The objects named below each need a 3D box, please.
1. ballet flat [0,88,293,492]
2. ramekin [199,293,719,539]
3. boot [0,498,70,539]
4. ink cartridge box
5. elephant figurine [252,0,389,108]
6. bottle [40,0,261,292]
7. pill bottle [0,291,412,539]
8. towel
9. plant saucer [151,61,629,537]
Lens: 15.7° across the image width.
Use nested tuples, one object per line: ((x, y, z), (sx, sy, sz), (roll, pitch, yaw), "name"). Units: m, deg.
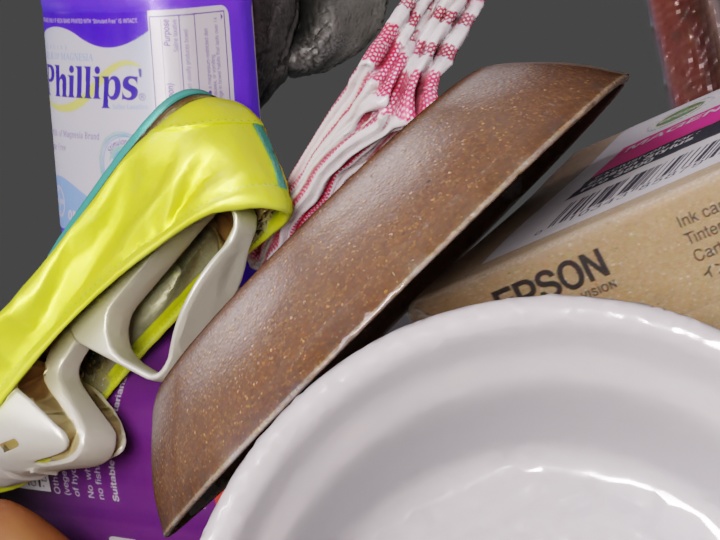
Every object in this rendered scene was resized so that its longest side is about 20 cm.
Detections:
((-0.095, 0.027, 0.899), (0.200, 0.067, 0.067), (-49, 62, 15), "ballet flat")
((0.053, 0.115, 0.702), (0.200, 0.098, 0.201), (0, 72, 0), "ramekin")
((-0.042, 0.137, 0.900), (0.155, 0.200, 0.074), (-25, 23, 35), "boot")
((0.137, -0.018, 0.812), (0.200, 0.165, 0.075), (-24, 99, 29), "ink cartridge box")
((-0.061, -0.118, 1.051), (0.155, 0.141, 0.200), (113, 141, -61), "elephant figurine")
((-0.078, -0.091, 0.954), (0.084, 0.065, 0.200), (7, 104, 49), "bottle")
((-0.070, 0.062, 0.982), (0.200, 0.112, 0.113), (2, 74, 39), "pill bottle")
((0.031, -0.093, 0.925), (0.200, 0.030, 0.146), (-58, 3, -32), "towel")
((0.000, 0.000, 0.800), (0.037, 0.200, 0.200), (44, 104, 3), "plant saucer")
